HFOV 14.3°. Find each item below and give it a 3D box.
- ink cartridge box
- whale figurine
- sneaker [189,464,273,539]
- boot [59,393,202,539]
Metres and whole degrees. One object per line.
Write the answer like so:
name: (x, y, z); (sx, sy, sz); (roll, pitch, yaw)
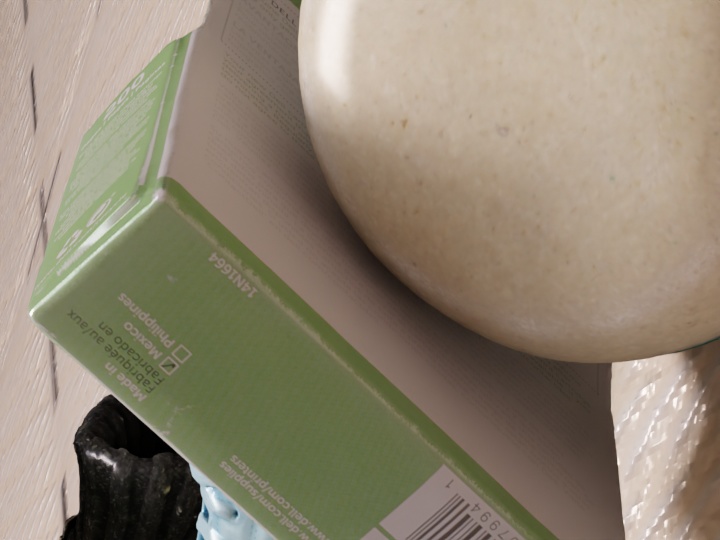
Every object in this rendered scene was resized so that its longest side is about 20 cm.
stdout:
ink cartridge box: (0.000, 0.000, 0.688); (0.048, 0.145, 0.200); (-42, 17, 18)
whale figurine: (0.072, -0.079, 0.620); (0.104, 0.159, 0.201); (-10, -54, -60)
sneaker: (-0.029, 0.054, 0.877); (0.201, 0.082, 0.074); (-61, 18, 14)
boot: (-0.092, 0.134, 1.013); (0.211, 0.079, 0.159); (-49, -19, -57)
